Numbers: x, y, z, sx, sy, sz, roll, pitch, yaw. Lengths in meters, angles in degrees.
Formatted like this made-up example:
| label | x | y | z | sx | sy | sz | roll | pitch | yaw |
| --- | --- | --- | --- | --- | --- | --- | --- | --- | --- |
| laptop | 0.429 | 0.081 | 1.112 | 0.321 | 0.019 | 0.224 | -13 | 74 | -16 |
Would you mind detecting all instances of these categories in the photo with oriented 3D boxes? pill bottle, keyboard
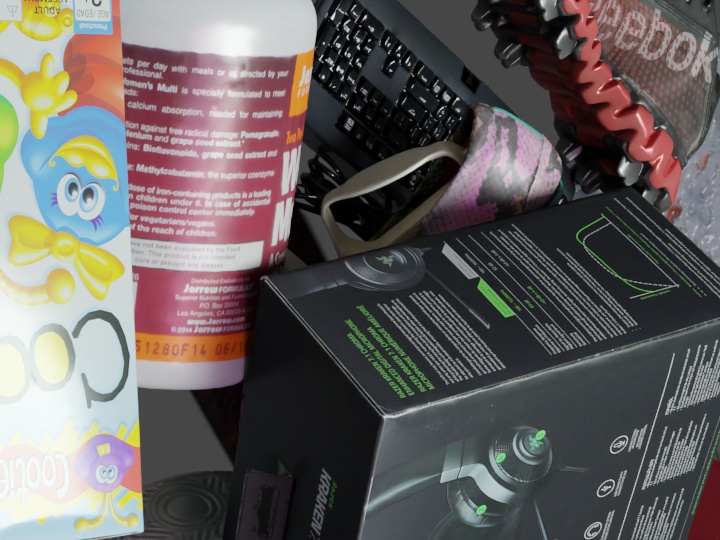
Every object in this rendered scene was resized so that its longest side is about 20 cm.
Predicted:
| label | x | y | z | sx | sy | sz | roll | pitch | yaw |
| --- | --- | --- | --- | --- | --- | --- | --- | --- | --- |
| pill bottle | -0.076 | -0.064 | 0.831 | 0.109 | 0.109 | 0.202 | -3 | 109 | -39 |
| keyboard | 0.034 | -0.045 | 0.977 | 0.200 | 0.039 | 0.105 | 37 | 81 | -41 |

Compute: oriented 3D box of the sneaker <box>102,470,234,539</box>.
| label | x | y | z | sx | sy | sz | roll | pitch | yaw |
| --- | --- | --- | --- | --- | --- | --- | --- | --- | --- |
| sneaker | -0.039 | 0.136 | 0.966 | 0.198 | 0.075 | 0.085 | -11 | 126 | -30 |

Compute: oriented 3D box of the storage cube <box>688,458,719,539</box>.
| label | x | y | z | sx | sy | sz | roll | pitch | yaw |
| --- | --- | --- | --- | --- | --- | --- | --- | --- | --- |
| storage cube | 0.219 | 0.221 | 1.138 | 0.170 | 0.179 | 0.201 | 32 | 87 | -42 |

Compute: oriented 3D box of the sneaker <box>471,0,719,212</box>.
| label | x | y | z | sx | sy | sz | roll | pitch | yaw |
| --- | --- | --- | --- | --- | --- | --- | --- | --- | --- |
| sneaker | 0.115 | -0.119 | 0.995 | 0.098 | 0.071 | 0.201 | -49 | 132 | -13 |

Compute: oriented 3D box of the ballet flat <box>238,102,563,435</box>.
| label | x | y | z | sx | sy | sz | roll | pitch | yaw |
| --- | --- | --- | --- | --- | --- | --- | --- | --- | --- |
| ballet flat | 0.000 | 0.000 | 0.931 | 0.071 | 0.069 | 0.200 | 42 | 107 | -17 |

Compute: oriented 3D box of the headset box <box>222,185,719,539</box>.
| label | x | y | z | sx | sy | sz | roll | pitch | yaw |
| --- | --- | --- | --- | --- | --- | --- | --- | --- | --- |
| headset box | 0.043 | 0.078 | 0.862 | 0.198 | 0.093 | 0.175 | -15 | 132 | -30 |

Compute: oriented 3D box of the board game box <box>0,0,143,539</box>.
| label | x | y | z | sx | sy | sz | roll | pitch | yaw |
| --- | --- | --- | --- | --- | --- | --- | --- | --- | --- |
| board game box | -0.151 | -0.004 | 0.760 | 0.102 | 0.104 | 0.202 | -4 | 91 | -38 |
